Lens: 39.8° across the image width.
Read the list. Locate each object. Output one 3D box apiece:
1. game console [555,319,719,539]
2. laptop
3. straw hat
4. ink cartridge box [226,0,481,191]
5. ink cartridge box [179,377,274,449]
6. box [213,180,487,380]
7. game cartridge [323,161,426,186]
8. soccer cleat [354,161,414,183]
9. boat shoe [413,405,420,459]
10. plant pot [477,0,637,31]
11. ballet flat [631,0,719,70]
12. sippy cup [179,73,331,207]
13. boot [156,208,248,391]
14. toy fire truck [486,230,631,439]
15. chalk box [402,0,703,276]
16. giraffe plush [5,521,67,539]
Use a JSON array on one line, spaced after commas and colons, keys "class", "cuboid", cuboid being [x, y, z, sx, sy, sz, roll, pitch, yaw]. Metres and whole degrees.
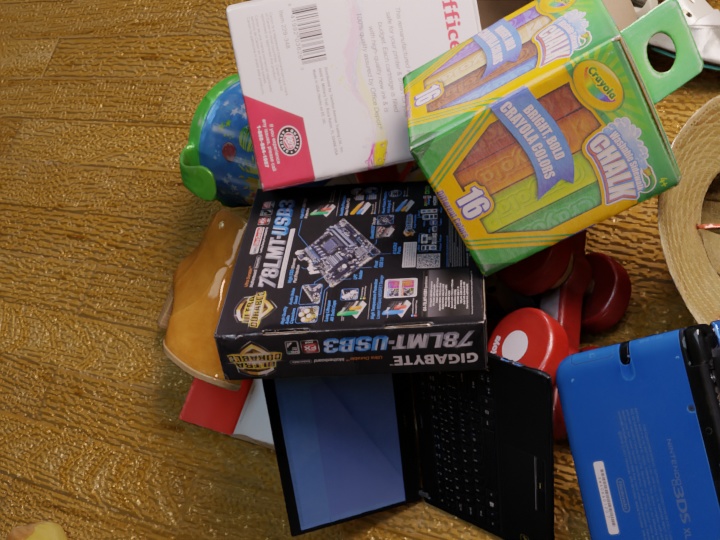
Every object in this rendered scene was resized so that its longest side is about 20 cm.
[{"class": "game console", "cuboid": [0.250, 0.139, 0.686, 0.169, 0.117, 0.204, -19, 79, 41]}, {"class": "laptop", "cuboid": [0.039, 0.146, 0.758, 0.198, 0.180, 0.103, 18, 39, 36]}, {"class": "straw hat", "cuboid": [0.284, -0.029, 0.765, 0.204, 0.199, 0.085, -64, 14, -11]}, {"class": "ink cartridge box", "cuboid": [0.001, -0.157, 0.817, 0.196, 0.086, 0.151, -11, 97, -3]}, {"class": "ink cartridge box", "cuboid": [-0.085, 0.084, 0.956, 0.197, 0.047, 0.163, 10, 71, 32]}, {"class": "box", "cuboid": [0.000, 0.000, 0.777, 0.194, 0.050, 0.202, -4, 35, 8]}, {"class": "game cartridge", "cuboid": [0.061, -0.070, 0.907, 0.198, 0.041, 0.134, -27, 48, -14]}, {"class": "soccer cleat", "cuboid": [0.022, -0.163, 0.915, 0.067, 0.085, 0.204, 0, 80, -2]}, {"class": "boat shoe", "cuboid": [-0.006, 0.076, 0.855, 0.074, 0.201, 0.066, -32, 11, 41]}, {"class": "plant pot", "cuboid": [0.167, -0.192, 0.867, 0.199, 0.133, 0.204, 23, 119, 49]}, {"class": "ballet flat", "cuboid": [0.266, -0.227, 0.886, 0.198, 0.067, 0.065, 26, 125, 39]}, {"class": "sippy cup", "cuboid": [-0.082, -0.118, 0.989, 0.129, 0.140, 0.179, 23, 73, 44]}, {"class": "boot", "cuboid": [-0.138, 0.019, 0.976, 0.146, 0.070, 0.201, -62, 31, 5]}, {"class": "toy fire truck", "cuboid": [0.125, 0.049, 0.823, 0.166, 0.111, 0.204, -17, 56, 44]}, {"class": "chalk box", "cuboid": [0.143, -0.113, 0.701, 0.198, 0.125, 0.125, -27, 30, 18]}, {"class": "giraffe plush", "cuboid": [-0.347, 0.319, 0.919, 0.198, 0.162, 0.175, 20, 77, 36]}]
